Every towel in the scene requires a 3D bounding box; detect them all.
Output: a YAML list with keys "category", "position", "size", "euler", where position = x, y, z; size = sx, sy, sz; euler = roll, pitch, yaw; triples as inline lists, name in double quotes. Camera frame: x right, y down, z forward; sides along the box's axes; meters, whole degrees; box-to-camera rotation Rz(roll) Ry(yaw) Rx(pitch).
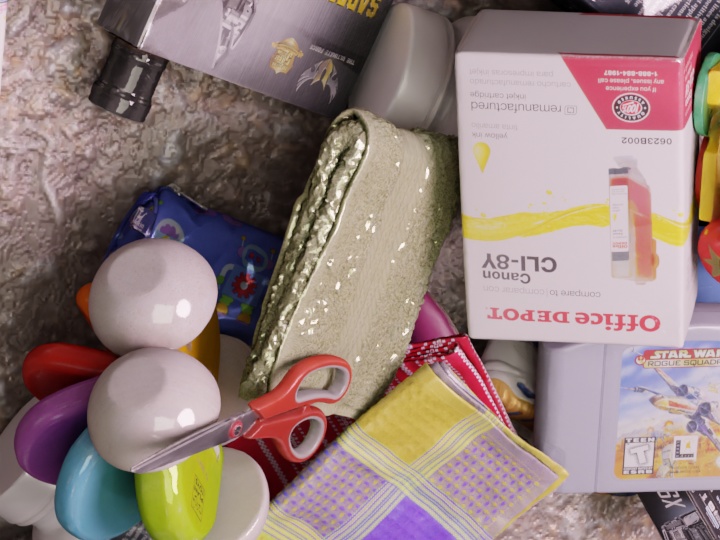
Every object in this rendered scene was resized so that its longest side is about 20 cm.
- category: "towel"
  position: [0.006, 0.118, 1.704]
  size: [0.200, 0.022, 0.145]
  euler: [-13, 125, 21]
- category: "towel"
  position: [0.025, 0.159, 1.643]
  size: [0.200, 0.023, 0.144]
  euler: [-41, 120, 10]
- category: "towel"
  position: [0.000, 0.000, 1.574]
  size: [0.148, 0.036, 0.200]
  euler: [10, 102, -56]

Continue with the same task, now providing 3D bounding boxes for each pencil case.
- category: "pencil case"
  position: [-0.076, 0.006, 1.680]
  size: [0.200, 0.078, 0.087]
  euler: [20, 91, -21]

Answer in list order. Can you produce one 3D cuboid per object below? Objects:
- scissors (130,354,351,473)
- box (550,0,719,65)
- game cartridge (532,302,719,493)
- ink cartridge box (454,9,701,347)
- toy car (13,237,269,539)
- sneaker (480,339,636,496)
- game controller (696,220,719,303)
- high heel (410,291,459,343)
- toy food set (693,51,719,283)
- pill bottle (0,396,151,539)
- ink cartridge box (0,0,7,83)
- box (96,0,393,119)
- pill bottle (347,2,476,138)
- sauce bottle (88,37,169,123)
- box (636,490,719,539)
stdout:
- category: "scissors"
  position: [-0.069, 0.085, 1.488]
  size: [0.200, 0.014, 0.073]
  euler: [2, 114, -57]
- category: "box"
  position: [0.156, -0.229, 1.640]
  size: [0.200, 0.148, 0.107]
  euler: [36, 93, -23]
- category: "game cartridge"
  position: [0.217, 0.086, 1.660]
  size: [0.200, 0.042, 0.133]
  euler: [-2, 123, -3]
- category: "ink cartridge box"
  position: [0.140, -0.057, 1.572]
  size: [0.145, 0.083, 0.200]
  euler: [3, 116, 13]
- category: "toy car"
  position: [-0.146, 0.089, 1.565]
  size: [0.150, 0.200, 0.175]
  euler: [-11, 143, 9]
- category: "sneaker"
  position: [0.150, 0.096, 1.762]
  size: [0.200, 0.075, 0.088]
  euler: [43, 54, -49]
- category: "game controller"
  position: [0.249, -0.002, 1.718]
  size: [0.200, 0.042, 0.104]
  euler: [-1, 95, -46]
- category: "high heel"
  position: [0.037, 0.105, 1.744]
  size: [0.096, 0.067, 0.200]
  euler: [-28, 115, -18]
- category: "toy food set"
  position: [0.260, -0.077, 1.605]
  size: [0.049, 0.200, 0.198]
  euler: [9, 110, 23]
- category: "pill bottle"
  position: [-0.153, 0.170, 1.682]
  size: [0.200, 0.120, 0.120]
  euler: [36, 93, -23]
- category: "ink cartridge box"
  position: [-0.284, -0.186, 1.566]
  size: [0.116, 0.067, 0.200]
  euler: [1, 105, -17]
- category: "box"
  position: [-0.057, -0.197, 1.592]
  size: [0.200, 0.048, 0.159]
  euler: [17, 100, -50]
- category: "pill bottle"
  position: [0.101, -0.105, 1.679]
  size: [0.200, 0.114, 0.114]
  euler: [18, 100, -20]
- category: "sauce bottle"
  position: [-0.123, -0.196, 1.615]
  size: [0.066, 0.066, 0.200]
  euler: [22, 100, -21]
- category: "box"
  position: [0.232, 0.078, 1.764]
  size: [0.158, 0.050, 0.200]
  euler: [-50, 119, -38]
